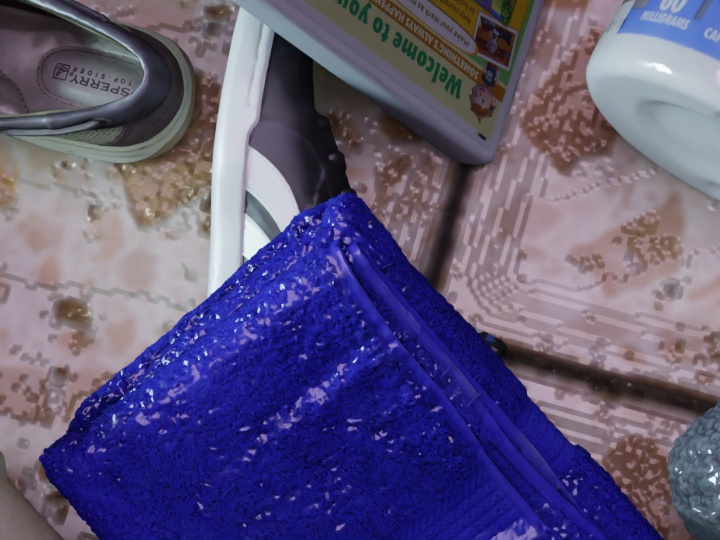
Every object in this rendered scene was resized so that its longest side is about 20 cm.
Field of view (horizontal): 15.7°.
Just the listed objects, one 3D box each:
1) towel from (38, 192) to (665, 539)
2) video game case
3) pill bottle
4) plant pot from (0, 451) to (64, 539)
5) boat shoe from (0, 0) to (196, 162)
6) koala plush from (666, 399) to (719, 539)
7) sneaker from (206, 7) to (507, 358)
[{"bbox_3d":[0.006,0.090,0.895,0.148,0.050,0.200,-41,104,1],"label":"towel"},{"bbox_3d":[0.012,-0.161,0.941,0.022,0.200,0.183,7,72,41],"label":"video game case"},{"bbox_3d":[0.177,-0.125,0.954,0.113,0.114,0.201,29,79,9],"label":"pill bottle"},{"bbox_3d":[-0.131,0.167,0.872,0.183,0.200,0.201,38,81,-1],"label":"plant pot"},{"bbox_3d":[-0.162,-0.085,0.984,0.199,0.065,0.072,11,79,6],"label":"boat shoe"},{"bbox_3d":[0.245,0.064,0.883,0.184,0.177,0.200,47,73,-26],"label":"koala plush"},{"bbox_3d":[0.000,0.000,0.959,0.111,0.073,0.201,4,85,0],"label":"sneaker"}]
